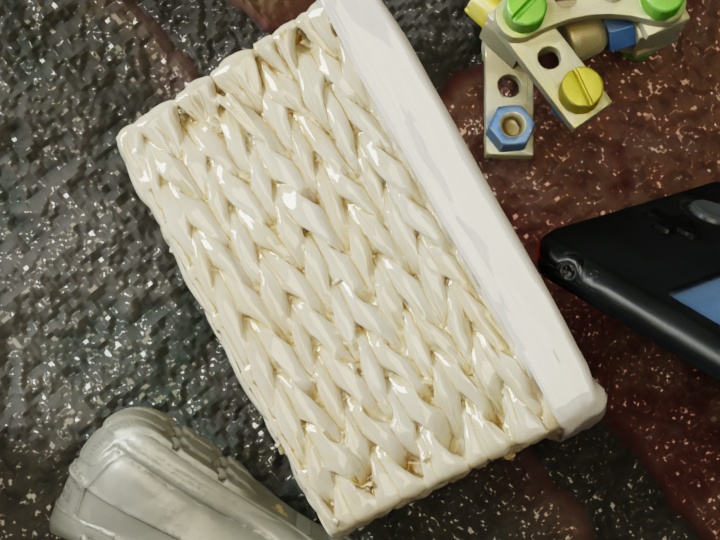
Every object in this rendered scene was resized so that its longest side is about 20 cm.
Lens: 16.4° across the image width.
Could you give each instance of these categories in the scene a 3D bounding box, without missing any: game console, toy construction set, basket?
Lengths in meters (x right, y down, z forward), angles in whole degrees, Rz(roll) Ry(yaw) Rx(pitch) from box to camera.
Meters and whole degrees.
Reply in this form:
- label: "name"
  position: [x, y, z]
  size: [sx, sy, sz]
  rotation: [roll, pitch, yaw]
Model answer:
- label: "game console"
  position: [0.189, 0.024, 0.993]
  size: [0.200, 0.177, 0.031]
  rotation: [31, 112, 28]
- label: "toy construction set"
  position: [0.076, -0.159, 1.075]
  size: [0.131, 0.092, 0.200]
  rotation: [-24, 95, -7]
- label: "basket"
  position: [0.000, 0.000, 1.017]
  size: [0.123, 0.136, 0.200]
  rotation: [-28, 84, 1]

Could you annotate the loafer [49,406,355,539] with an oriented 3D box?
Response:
- label: "loafer"
  position: [-0.036, 0.135, 1.034]
  size: [0.200, 0.070, 0.070]
  rotation: [35, 99, 0]
